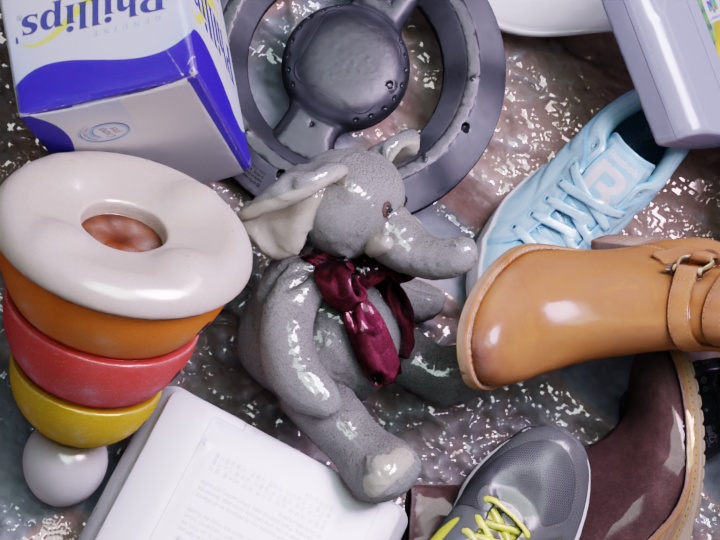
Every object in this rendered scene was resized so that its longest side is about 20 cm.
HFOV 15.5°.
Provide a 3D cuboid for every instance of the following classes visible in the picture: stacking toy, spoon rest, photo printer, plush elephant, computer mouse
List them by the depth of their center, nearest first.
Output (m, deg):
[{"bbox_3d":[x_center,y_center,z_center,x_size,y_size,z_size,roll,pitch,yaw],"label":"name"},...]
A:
[{"bbox_3d":[-0.150,0.047,1.478,0.146,0.201,0.146,12,32,-8],"label":"stacking toy"},{"bbox_3d":[-0.086,0.189,1.494,0.166,0.069,0.201,27,68,-3],"label":"photo printer"},{"bbox_3d":[0.000,0.000,1.521,0.200,0.155,0.165,36,35,13],"label":"plush elephant"},{"bbox_3d":[0.151,0.101,1.603,0.199,0.034,0.059,-18,104,-14],"label":"computer mouse"},{"bbox_3d":[0.149,-0.171,1.676,0.199,0.061,0.100,27,68,-4],"label":"spoon rest"}]

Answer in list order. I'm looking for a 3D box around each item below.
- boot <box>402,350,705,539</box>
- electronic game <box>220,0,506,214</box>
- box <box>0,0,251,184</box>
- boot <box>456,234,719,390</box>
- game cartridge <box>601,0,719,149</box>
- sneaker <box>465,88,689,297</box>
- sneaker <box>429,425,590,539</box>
[{"bbox_3d":[0.111,0.133,1.543,0.166,0.072,0.201,6,86,-7],"label":"boot"},{"bbox_3d":[-0.009,-0.124,1.630,0.199,0.042,0.201,1,77,-5],"label":"electronic game"},{"bbox_3d":[-0.142,-0.162,1.527,0.104,0.184,0.201,-12,74,5],"label":"box"},{"bbox_3d":[0.163,0.030,1.497,0.200,0.155,0.077,-14,109,-47],"label":"boot"},{"bbox_3d":[0.227,-0.148,1.639,0.200,0.040,0.134,-26,99,-50],"label":"game cartridge"},{"bbox_3d":[0.137,-0.049,1.620,0.074,0.082,0.200,37,67,3],"label":"sneaker"},{"bbox_3d":[0.063,0.174,1.478,0.074,0.085,0.200,35,88,6],"label":"sneaker"}]
